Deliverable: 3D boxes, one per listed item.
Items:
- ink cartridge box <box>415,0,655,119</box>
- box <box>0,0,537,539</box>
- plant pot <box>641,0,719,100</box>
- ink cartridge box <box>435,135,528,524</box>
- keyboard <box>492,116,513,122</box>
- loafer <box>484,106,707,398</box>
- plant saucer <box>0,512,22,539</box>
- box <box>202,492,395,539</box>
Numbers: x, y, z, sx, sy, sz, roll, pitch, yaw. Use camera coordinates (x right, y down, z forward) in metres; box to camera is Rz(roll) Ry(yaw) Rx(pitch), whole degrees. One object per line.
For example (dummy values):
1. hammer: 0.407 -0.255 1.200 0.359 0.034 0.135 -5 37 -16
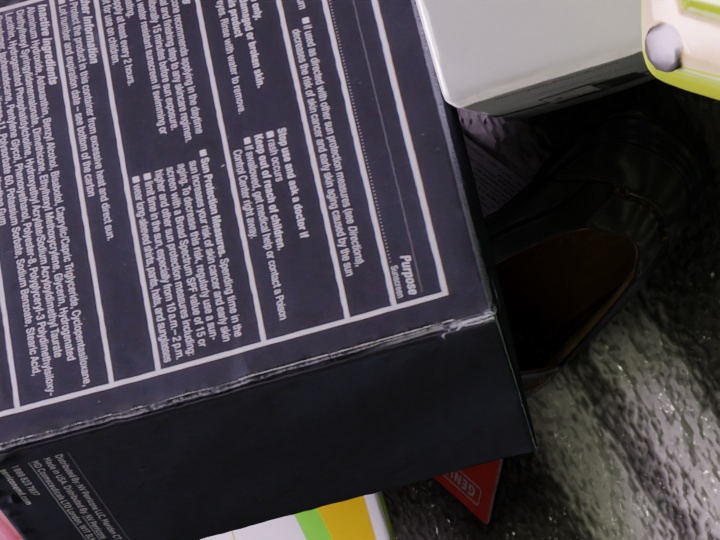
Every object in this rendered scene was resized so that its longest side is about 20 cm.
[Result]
1. ink cartridge box: 0.062 -0.135 0.907 0.083 0.200 0.147 -16 90 10
2. box: -0.053 -0.013 0.963 0.123 0.197 0.201 66 -170 -59
3. plant pot: 0.191 -0.134 0.744 0.199 0.181 0.201 22 121 47
4. ink cartridge box: 0.000 0.000 1.169 0.200 0.043 0.174 40 131 38
5. keyboard: 0.030 -0.137 0.995 0.200 0.011 0.056 62 -160 -52
6. loafer: 0.058 0.017 1.027 0.073 0.072 0.200 36 127 -5
7. plant saucer: -0.166 0.088 1.334 0.051 0.200 0.201 -34 71 13
8. box: -0.053 0.062 1.100 0.112 0.101 0.201 75 179 -85
